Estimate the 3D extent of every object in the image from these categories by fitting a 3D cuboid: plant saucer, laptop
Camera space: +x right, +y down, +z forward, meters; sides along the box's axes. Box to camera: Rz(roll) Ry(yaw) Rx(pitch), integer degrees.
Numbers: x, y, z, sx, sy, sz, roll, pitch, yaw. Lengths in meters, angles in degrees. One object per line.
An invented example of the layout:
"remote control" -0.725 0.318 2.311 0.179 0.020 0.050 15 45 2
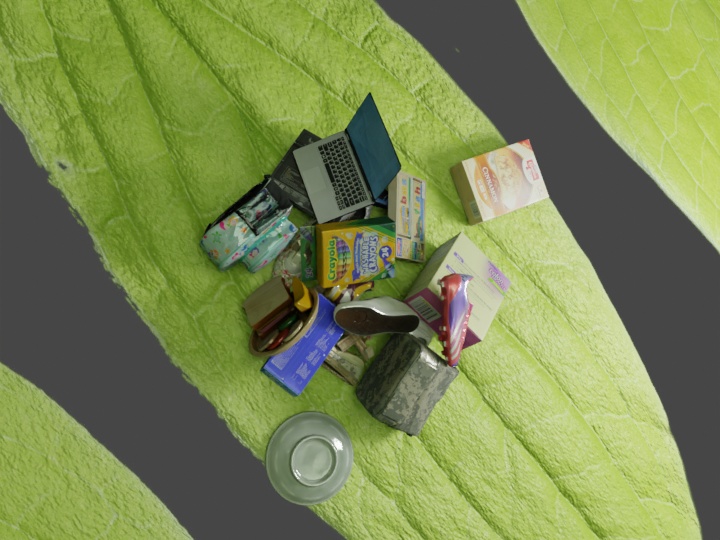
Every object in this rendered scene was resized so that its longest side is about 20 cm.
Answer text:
"plant saucer" -0.105 0.409 1.476 0.199 0.050 0.202 2 85 -18
"laptop" -0.034 -0.229 1.412 0.199 0.116 0.188 -21 71 1

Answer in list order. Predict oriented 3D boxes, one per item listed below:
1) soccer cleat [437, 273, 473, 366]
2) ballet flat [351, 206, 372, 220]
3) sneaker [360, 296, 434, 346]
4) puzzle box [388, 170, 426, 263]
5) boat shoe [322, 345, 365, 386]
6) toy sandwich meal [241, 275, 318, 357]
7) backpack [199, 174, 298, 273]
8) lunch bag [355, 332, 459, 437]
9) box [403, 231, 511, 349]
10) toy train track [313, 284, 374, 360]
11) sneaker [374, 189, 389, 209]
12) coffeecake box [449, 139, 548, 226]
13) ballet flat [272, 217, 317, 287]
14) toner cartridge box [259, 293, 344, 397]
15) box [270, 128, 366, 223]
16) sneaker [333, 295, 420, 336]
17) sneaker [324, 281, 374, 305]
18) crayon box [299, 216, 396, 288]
"soccer cleat" 0.205 0.105 1.438 0.076 0.067 0.202 -5 99 -5
"ballet flat" -0.024 -0.100 1.503 0.066 0.057 0.201 23 84 5
"sneaker" 0.085 0.118 1.554 0.199 0.075 0.100 17 78 -16
"puzzle box" 0.108 -0.122 1.574 0.133 0.025 0.202 9 81 -54
"boat shoe" -0.083 0.189 1.493 0.199 0.073 0.063 26 74 -15
"toy sandwich meal" -0.171 0.089 1.405 0.205 0.205 0.070 -49 118 -16
"backpack" -0.232 -0.079 1.420 0.199 0.178 0.151 -35 92 -11
"lunch bag" 0.111 0.257 1.503 0.167 0.139 0.201 33 92 -28
"box" 0.225 0.048 1.562 0.176 0.097 0.200 43 52 -10
"toy train track" -0.032 0.108 1.516 0.200 0.033 0.115 52 37 6
"sneaker" 0.005 -0.203 1.564 0.199 0.070 0.078 20 86 -14
"coffeecake box" 0.341 -0.215 1.673 0.199 0.073 0.155 -21 90 -19
"ballet flat" -0.129 -0.049 1.508 0.075 0.064 0.201 35 76 -11
"toner cartridge box" -0.113 0.155 1.422 0.095 0.043 0.200 39 65 -5
"box" -0.085 -0.197 1.496 0.199 0.048 0.159 31 79 15
"sneaker" 0.024 0.092 1.462 0.199 0.085 0.073 9 116 -27
"sneaker" 0.000 0.000 1.535 0.090 0.075 0.201 35 70 -13
"crayon box" -0.025 -0.037 1.437 0.199 0.052 0.127 -8 113 -20
